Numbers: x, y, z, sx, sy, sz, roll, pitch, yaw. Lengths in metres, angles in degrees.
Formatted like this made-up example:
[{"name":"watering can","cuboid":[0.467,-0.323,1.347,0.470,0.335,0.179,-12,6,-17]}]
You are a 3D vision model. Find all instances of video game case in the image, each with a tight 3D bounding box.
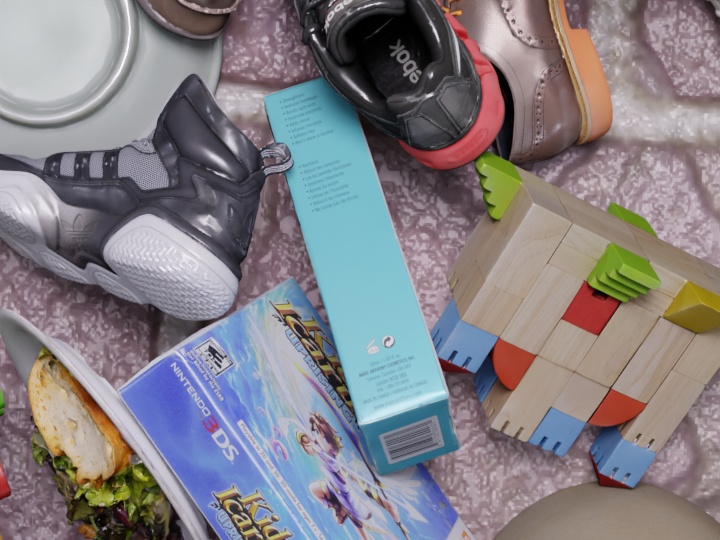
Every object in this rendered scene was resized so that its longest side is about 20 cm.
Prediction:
[{"name":"video game case","cuboid":[-0.021,0.111,0.818,0.045,0.181,0.201,-35,90,18]}]

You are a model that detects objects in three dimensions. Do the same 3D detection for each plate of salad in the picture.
[{"name":"plate of salad","cuboid":[-0.138,0.108,0.811,0.048,0.200,0.201,-38,89,-20]}]

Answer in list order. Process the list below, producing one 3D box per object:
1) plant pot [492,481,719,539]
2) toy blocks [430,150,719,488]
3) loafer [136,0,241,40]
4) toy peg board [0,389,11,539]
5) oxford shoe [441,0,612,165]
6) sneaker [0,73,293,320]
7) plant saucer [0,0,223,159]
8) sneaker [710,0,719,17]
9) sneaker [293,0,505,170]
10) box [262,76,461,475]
[{"name":"plant pot","cuboid":[0.148,0.217,0.810,0.185,0.200,0.190,0,89,0]},{"name":"toy blocks","cuboid":[0.117,0.038,0.863,0.198,0.100,0.137,25,111,-19]},{"name":"loafer","cuboid":[-0.094,-0.231,0.862,0.072,0.071,0.203,0,83,-37]},{"name":"toy peg board","cuboid":[-0.219,0.139,0.819,0.097,0.200,0.201,-19,89,-15]},{"name":"oxford shoe","cuboid":[0.072,-0.157,0.873,0.072,0.071,0.202,-25,89,-16]},{"name":"sneaker","cuboid":[-0.127,-0.051,0.840,0.198,0.076,0.114,19,67,30]},{"name":"plant saucer","cuboid":[-0.179,-0.135,0.889,0.197,0.050,0.203,0,89,-1]},{"name":"sneaker","cuboid":[0.220,-0.165,0.879,0.199,0.100,0.078,37,51,21]},{"name":"sneaker","cuboid":[-0.002,-0.144,0.809,0.071,0.098,0.201,-39,71,13]},{"name":"box","cuboid":[0.000,0.000,0.833,0.049,0.082,0.202,-18,63,0]}]
